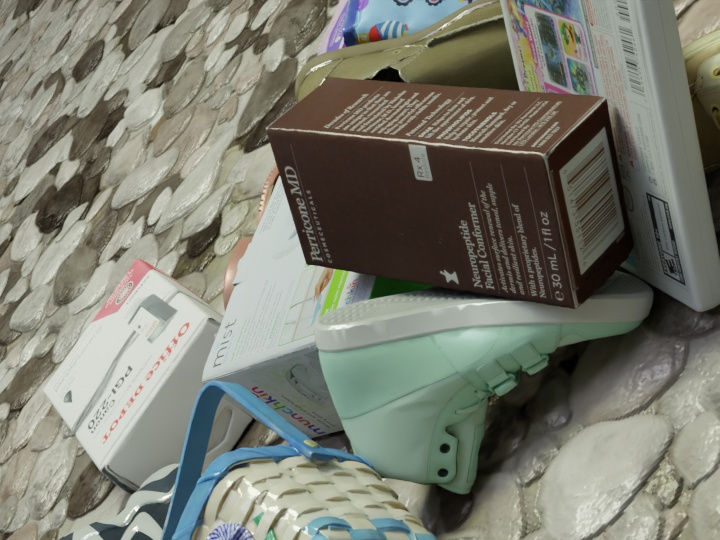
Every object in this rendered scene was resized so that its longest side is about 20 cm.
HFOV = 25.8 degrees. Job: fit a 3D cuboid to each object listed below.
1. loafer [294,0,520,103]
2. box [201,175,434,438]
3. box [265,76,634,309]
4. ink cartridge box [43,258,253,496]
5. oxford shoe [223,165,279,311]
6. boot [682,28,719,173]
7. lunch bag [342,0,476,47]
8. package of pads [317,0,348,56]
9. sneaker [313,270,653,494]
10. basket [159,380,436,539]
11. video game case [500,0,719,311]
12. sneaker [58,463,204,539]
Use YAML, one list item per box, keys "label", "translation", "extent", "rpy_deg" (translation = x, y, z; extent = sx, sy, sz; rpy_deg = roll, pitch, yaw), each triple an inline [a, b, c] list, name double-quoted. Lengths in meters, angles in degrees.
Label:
- label: "loafer"
  translation: [0.054, -0.119, 1.006]
  extent: [0.199, 0.076, 0.068]
  rpy_deg: [-17, 37, 13]
- label: "box"
  translation: [0.000, 0.000, 1.090]
  extent: [0.176, 0.097, 0.201]
  rpy_deg: [-22, 40, 46]
- label: "box"
  translation: [0.050, -0.049, 0.912]
  extent: [0.199, 0.101, 0.075]
  rpy_deg: [10, 38, 39]
- label: "ink cartridge box"
  translation: [-0.163, 0.089, 1.259]
  extent: [0.146, 0.085, 0.200]
  rpy_deg: [-55, 29, -3]
- label: "oxford shoe"
  translation: [-0.046, -0.026, 1.251]
  extent: [0.073, 0.071, 0.201]
  rpy_deg: [3, 43, 16]
- label: "boot"
  translation: [0.223, -0.066, 0.843]
  extent: [0.199, 0.073, 0.156]
  rpy_deg: [-27, 35, 33]
- label: "lunch bag"
  translation: [0.081, -0.225, 1.113]
  extent: [0.150, 0.094, 0.201]
  rpy_deg: [4, 67, 12]
- label: "package of pads"
  translation: [0.028, -0.193, 1.295]
  extent: [0.120, 0.076, 0.201]
  rpy_deg: [-20, 42, 49]
- label: "sneaker"
  translation: [0.081, 0.066, 0.930]
  extent: [0.199, 0.119, 0.074]
  rpy_deg: [-10, 14, 13]
- label: "basket"
  translation: [-0.057, 0.171, 0.904]
  extent: [0.200, 0.139, 0.177]
  rpy_deg: [21, 99, 54]
- label: "video game case"
  translation: [0.137, -0.094, 0.898]
  extent: [0.024, 0.201, 0.182]
  rpy_deg: [-22, 24, -13]
- label: "sneaker"
  translation: [-0.175, 0.237, 1.106]
  extent: [0.199, 0.080, 0.130]
  rpy_deg: [-36, 22, 12]
